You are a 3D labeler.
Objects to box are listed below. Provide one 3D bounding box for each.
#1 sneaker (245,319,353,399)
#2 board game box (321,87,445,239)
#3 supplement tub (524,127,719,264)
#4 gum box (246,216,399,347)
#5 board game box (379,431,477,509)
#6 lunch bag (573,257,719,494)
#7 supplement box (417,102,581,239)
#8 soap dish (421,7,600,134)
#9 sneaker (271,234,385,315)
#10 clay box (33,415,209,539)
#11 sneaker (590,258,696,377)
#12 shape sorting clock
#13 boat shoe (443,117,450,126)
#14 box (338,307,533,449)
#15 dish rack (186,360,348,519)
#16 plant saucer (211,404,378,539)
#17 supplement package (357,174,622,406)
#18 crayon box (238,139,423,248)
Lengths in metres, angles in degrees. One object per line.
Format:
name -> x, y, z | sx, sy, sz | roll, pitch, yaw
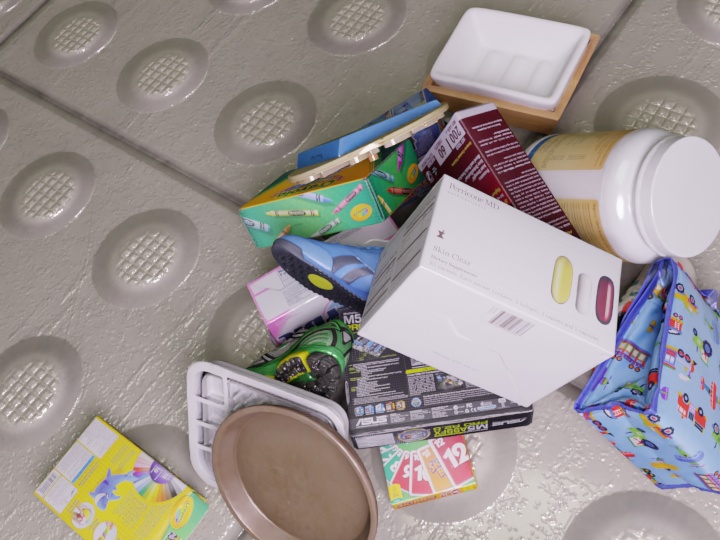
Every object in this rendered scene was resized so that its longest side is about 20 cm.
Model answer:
sneaker -> -0.073, 0.115, 0.901 | 0.200, 0.078, 0.085 | -25, 22, 46
board game box -> 0.025, -0.137, 1.039 | 0.200, 0.034, 0.136 | -27, 53, 25
supplement tub -> 0.279, -0.082, 0.869 | 0.145, 0.145, 0.200 | -51, 28, -17
gum box -> -0.031, 0.025, 0.952 | 0.200, 0.114, 0.066 | -29, 56, -3
board game box -> 0.062, 0.162, 0.897 | 0.095, 0.030, 0.200 | -16, 55, 5
lunch bag -> 0.323, 0.096, 0.782 | 0.094, 0.151, 0.200 | -11, 42, 55
supplement box -> 0.154, -0.073, 0.877 | 0.061, 0.109, 0.200 | -21, 73, -29
soap dish -> 0.208, -0.276, 1.086 | 0.200, 0.081, 0.158 | 19, 66, 25
sneaker -> 0.000, 0.000, 0.864 | 0.200, 0.066, 0.079 | 26, 69, -9
clay box -> -0.271, 0.270, 0.911 | 0.200, 0.048, 0.115 | 28, 70, 27
sneaker -> 0.314, 0.049, 0.854 | 0.070, 0.093, 0.200 | 27, 70, 27
shape sorting clock -> 0.009, -0.144, 0.894 | 0.200, 0.200, 0.039 | -21, 100, 3
boat shoe -> 0.126, -0.121, 1.020 | 0.060, 0.072, 0.202 | -27, 50, 10
box -> 0.081, 0.107, 0.884 | 0.199, 0.044, 0.161 | -9, 57, 3
dish rack -> -0.098, 0.186, 0.863 | 0.200, 0.172, 0.044 | 16, 29, 23
plant saucer -> -0.068, 0.223, 0.819 | 0.200, 0.201, 0.029 | 14, 28, 23
supplement package -> 0.125, 0.026, 0.770 | 0.200, 0.156, 0.111 | 24, 56, -10
crayon box -> -0.036, -0.093, 0.962 | 0.200, 0.058, 0.119 | -9, 25, 35
